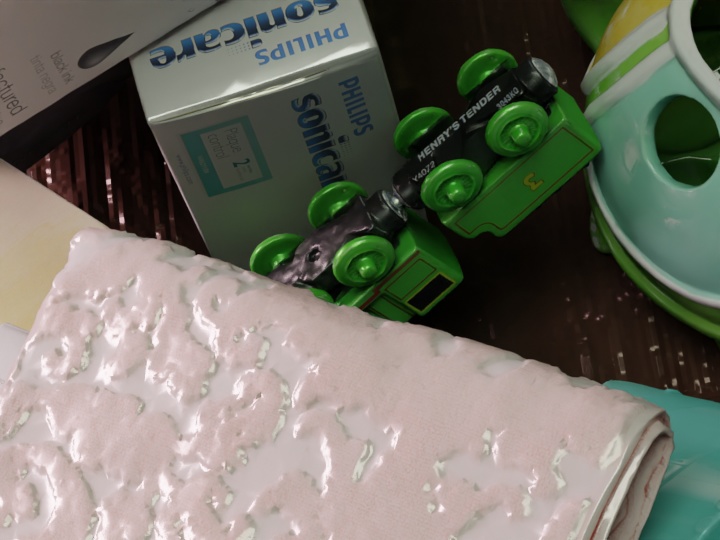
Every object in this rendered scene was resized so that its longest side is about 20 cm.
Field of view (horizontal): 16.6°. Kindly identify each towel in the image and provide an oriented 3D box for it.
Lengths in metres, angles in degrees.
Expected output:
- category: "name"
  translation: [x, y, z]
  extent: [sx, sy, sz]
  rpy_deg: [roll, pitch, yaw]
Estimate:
- category: "towel"
  translation: [-0.039, 0.093, 0.664]
  extent: [0.200, 0.032, 0.191]
  rpy_deg: [18, 75, 32]

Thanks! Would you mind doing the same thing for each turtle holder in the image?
- category: "turtle holder"
  translation: [0.142, -0.067, 0.866]
  extent: [0.141, 0.132, 0.186]
  rpy_deg: [-14, 64, 3]

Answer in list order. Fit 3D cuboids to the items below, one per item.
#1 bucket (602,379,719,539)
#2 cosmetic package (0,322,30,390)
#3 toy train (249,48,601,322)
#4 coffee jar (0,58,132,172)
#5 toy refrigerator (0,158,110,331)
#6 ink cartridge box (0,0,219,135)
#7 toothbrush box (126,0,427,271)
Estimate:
- category: "bucket"
  translation: [0.104, 0.134, 0.725]
  extent: [0.207, 0.207, 0.135]
  rpy_deg: [-56, 26, -17]
- category: "cosmetic package"
  translation: [-0.124, 0.133, 0.817]
  extent: [0.085, 0.108, 0.200]
  rpy_deg: [18, 68, 38]
- category: "toy train"
  translation: [0.000, 0.000, 0.863]
  extent: [0.200, 0.056, 0.042]
  rpy_deg: [-41, 46, 18]
- category: "coffee jar"
  translation: [-0.181, -0.112, 0.945]
  extent: [0.104, 0.085, 0.200]
  rpy_deg: [-40, 57, -20]
- category: "toy refrigerator"
  translation: [-0.158, 0.066, 0.880]
  extent: [0.070, 0.076, 0.200]
  rpy_deg: [32, 73, 20]
- category: "ink cartridge box"
  translation: [-0.085, -0.140, 0.764]
  extent: [0.200, 0.147, 0.083]
  rpy_deg: [-32, 66, -5]
- category: "toothbrush box"
  translation: [-0.048, -0.114, 0.909]
  extent: [0.085, 0.146, 0.200]
  rpy_deg: [-19, 65, 0]
